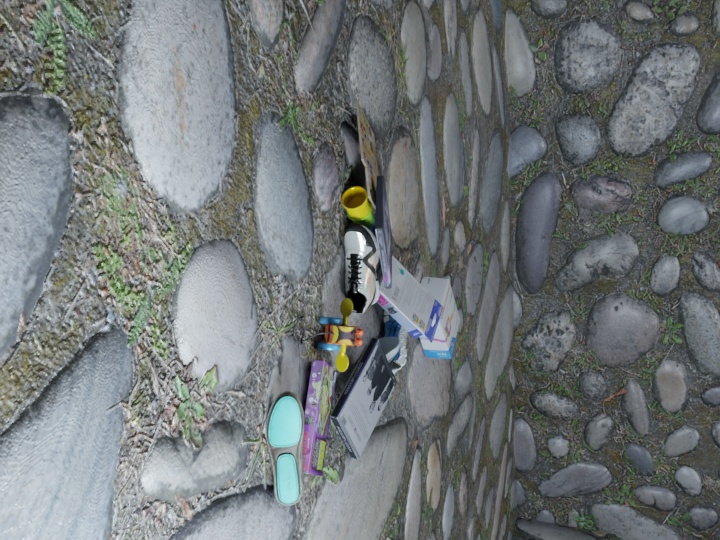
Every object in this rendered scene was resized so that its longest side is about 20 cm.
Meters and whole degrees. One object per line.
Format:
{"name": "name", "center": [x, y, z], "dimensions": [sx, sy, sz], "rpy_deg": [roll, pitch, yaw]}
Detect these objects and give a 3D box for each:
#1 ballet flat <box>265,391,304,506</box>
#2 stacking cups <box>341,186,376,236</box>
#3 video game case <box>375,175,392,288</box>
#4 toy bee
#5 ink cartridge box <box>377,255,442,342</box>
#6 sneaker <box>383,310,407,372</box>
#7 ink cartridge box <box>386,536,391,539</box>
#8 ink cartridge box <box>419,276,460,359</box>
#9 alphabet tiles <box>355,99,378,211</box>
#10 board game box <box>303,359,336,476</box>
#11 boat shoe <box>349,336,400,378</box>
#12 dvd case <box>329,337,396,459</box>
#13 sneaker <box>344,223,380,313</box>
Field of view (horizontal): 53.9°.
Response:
{"name": "ballet flat", "center": [-0.130, 0.303, 1.231], "dimensions": [0.064, 0.065, 0.206], "rpy_deg": [-120, -150, -80]}
{"name": "stacking cups", "center": [0.014, -0.093, 1.533], "dimensions": [0.202, 0.059, 0.062], "rpy_deg": [65, 35, -50]}
{"name": "video game case", "center": [0.051, -0.079, 1.520], "dimensions": [0.202, 0.018, 0.146], "rpy_deg": [80, 11, -52]}
{"name": "toy bee", "center": [-0.036, 0.132, 1.367], "dimensions": [0.200, 0.106, 0.135], "rpy_deg": [-36, 127, -63]}
{"name": "ink cartridge box", "center": [0.112, 0.073, 1.698], "dimensions": [0.199, 0.042, 0.121], "rpy_deg": [42, 46, -20]}
{"name": "sneaker", "center": [0.084, 0.158, 1.742], "dimensions": [0.087, 0.073, 0.205], "rpy_deg": [96, 5, -64]}
{"name": "ink cartridge box", "center": [0.090, 0.798, 1.796], "dimensions": [0.116, 0.065, 0.204], "rpy_deg": [59, 40, -53]}
{"name": "ink cartridge box", "center": [0.220, 0.137, 2.034], "dimensions": [0.202, 0.082, 0.147], "rpy_deg": [65, 35, -46]}
{"name": "alphabet tiles", "center": [0.020, -0.234, 1.512], "dimensions": [0.167, 0.007, 0.206], "rpy_deg": [49, 34, -71]}
{"name": "board game box", "center": [-0.082, 0.282, 1.345], "dimensions": [0.120, 0.031, 0.206], "rpy_deg": [72, 25, -72]}
{"name": "boat shoe", "center": [0.034, 0.233, 1.612], "dimensions": [0.200, 0.069, 0.093], "rpy_deg": [-42, 132, -52]}
{"name": "dvd case", "center": [0.010, 0.268, 1.485], "dimensions": [0.202, 0.024, 0.152], "rpy_deg": [-58, 142, -34]}
{"name": "sneaker", "center": [0.000, 0.000, 1.490], "dimensions": [0.080, 0.072, 0.205], "rpy_deg": [-51, 138, -52]}
